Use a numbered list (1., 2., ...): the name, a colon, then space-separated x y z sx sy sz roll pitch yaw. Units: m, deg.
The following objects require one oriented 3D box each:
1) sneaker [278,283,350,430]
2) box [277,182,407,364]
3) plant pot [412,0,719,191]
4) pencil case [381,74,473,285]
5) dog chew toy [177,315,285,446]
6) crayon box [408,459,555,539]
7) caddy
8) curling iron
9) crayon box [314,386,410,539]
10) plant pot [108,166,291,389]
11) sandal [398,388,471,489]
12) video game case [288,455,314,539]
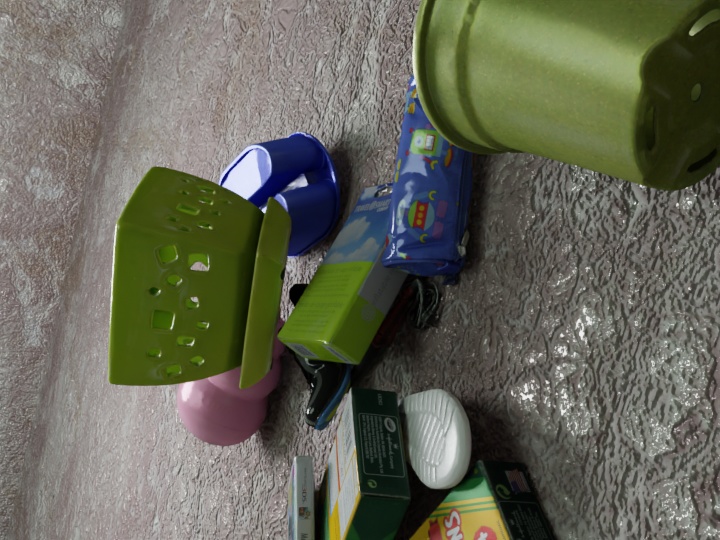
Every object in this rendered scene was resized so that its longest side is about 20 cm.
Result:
1. sneaker: -0.056 0.095 1.021 0.071 0.082 0.201 119 156 -44
2. box: 0.000 0.000 0.948 0.122 0.048 0.201 -3 53 60
3. plant pot: 0.169 -0.149 0.627 0.184 0.199 0.202 37 114 47
4. pencil case: 0.073 -0.090 0.871 0.086 0.078 0.202 5 84 31
5. dog chew toy: -0.162 0.134 1.194 0.201 0.124 0.125 -59 33 18
6. crayon box: 0.088 0.270 0.752 0.201 0.050 0.128 -59 35 34
7. caddy: -0.101 -0.094 1.172 0.200 0.104 0.143 -31 76 52
8. curling iron: 0.025 0.077 0.956 0.200 0.025 0.050 -50 38 43
9. crayon box: -0.004 0.230 0.883 0.126 0.051 0.201 -96 18 -49
10. plant pot: -0.177 0.012 1.030 0.200 0.180 0.201 -90 10 -65
11. sandal: 0.073 0.150 0.824 0.203 0.049 0.083 178 103 -76
12. video game case: -0.065 0.311 0.971 0.200 0.023 0.184 105 165 -67
